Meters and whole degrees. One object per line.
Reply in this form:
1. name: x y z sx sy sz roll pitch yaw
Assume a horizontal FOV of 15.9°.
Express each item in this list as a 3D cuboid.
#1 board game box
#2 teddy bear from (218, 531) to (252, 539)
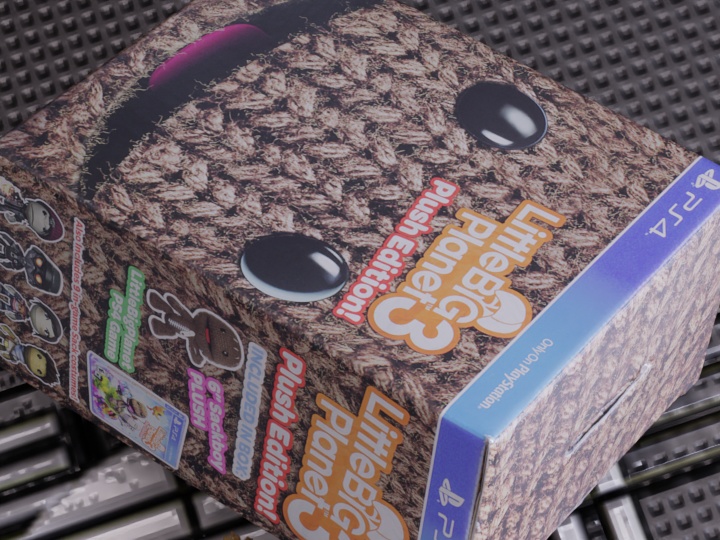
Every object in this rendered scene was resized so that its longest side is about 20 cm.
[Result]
1. board game box: 0.000 0.000 0.867 0.200 0.097 0.159 29 47 21
2. teddy bear: 0.014 0.113 0.895 0.145 0.067 0.201 -14 63 -11
